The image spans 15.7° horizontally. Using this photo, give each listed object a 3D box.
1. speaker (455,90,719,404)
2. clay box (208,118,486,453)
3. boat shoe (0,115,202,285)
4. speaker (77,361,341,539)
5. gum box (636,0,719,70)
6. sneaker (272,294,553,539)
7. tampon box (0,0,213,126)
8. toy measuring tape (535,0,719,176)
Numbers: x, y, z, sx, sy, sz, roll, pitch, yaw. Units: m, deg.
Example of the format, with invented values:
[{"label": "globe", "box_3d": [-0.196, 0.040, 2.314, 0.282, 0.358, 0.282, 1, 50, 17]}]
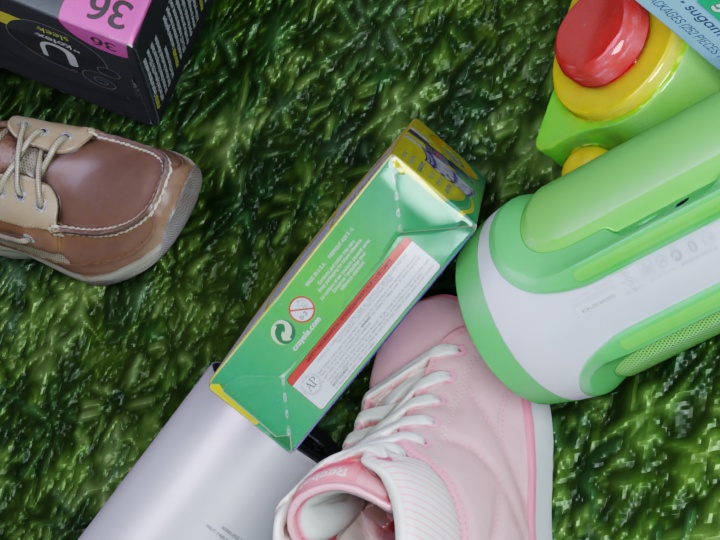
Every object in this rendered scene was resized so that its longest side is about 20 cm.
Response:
[{"label": "speaker", "box_3d": [0.133, -0.021, 0.965, 0.199, 0.088, 0.089, -29, 45, 33]}, {"label": "clay box", "box_3d": [0.000, 0.000, 1.072, 0.115, 0.048, 0.200, -51, 1, 9]}, {"label": "boat shoe", "box_3d": [-0.158, -0.040, 1.316, 0.199, 0.072, 0.076, 0, 65, 48]}, {"label": "speaker", "box_3d": [-0.089, 0.138, 1.104, 0.200, 0.081, 0.081, -53, 37, 7]}, {"label": "gum box", "box_3d": [0.181, -0.134, 0.921, 0.199, 0.170, 0.045, -15, 53, 42]}, {"label": "sneaker", "box_3d": [0.018, 0.073, 1.012, 0.075, 0.104, 0.201, -36, 41, 29]}, {"label": "tampon box", "box_3d": [-0.135, -0.203, 1.311, 0.149, 0.126, 0.201, 21, 76, 7]}, {"label": "toy measuring tape", "box_3d": [0.125, -0.116, 1.056, 0.073, 0.073, 0.201, 0, 65, 48]}]
